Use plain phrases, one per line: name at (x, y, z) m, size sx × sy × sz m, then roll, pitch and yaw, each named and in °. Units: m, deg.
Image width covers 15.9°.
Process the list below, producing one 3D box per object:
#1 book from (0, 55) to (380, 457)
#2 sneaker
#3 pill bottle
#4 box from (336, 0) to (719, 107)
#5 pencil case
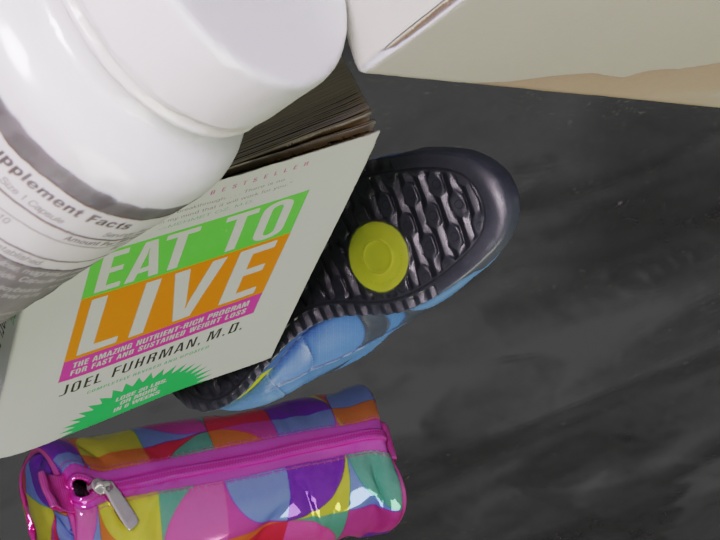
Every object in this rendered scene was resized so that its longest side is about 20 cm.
book at (-0.080, -0.002, 0.990) m, size 0.133 × 0.048 × 0.200 m, roll -22°, pitch 160°, yaw -23°
sneaker at (0.000, 0.000, 1.115) m, size 0.200 × 0.066 × 0.078 m, roll -32°, pitch 168°, yaw 35°
pill bottle at (-0.106, -0.053, 0.790) m, size 0.199 × 0.114 × 0.113 m, roll -31°, pitch 157°, yaw 32°
box at (0.081, -0.113, 0.826) m, size 0.199 × 0.096 × 0.078 m, roll 3°, pitch 153°, yaw -42°
pencil case at (-0.076, 0.112, 1.315) m, size 0.199 × 0.089 × 0.088 m, roll -10°, pitch 159°, yaw -26°
